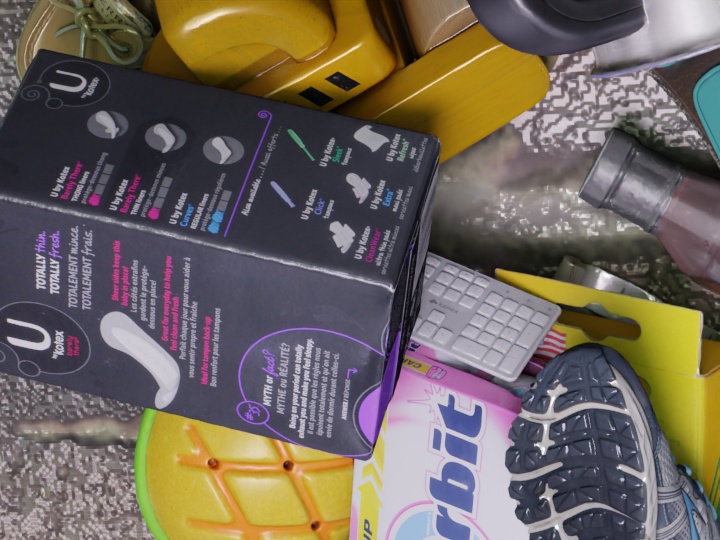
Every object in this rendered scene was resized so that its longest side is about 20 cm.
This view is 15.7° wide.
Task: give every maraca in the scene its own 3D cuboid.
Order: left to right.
[{"bbox_3d":[-0.035,0.070,1.353,0.137,0.107,0.201,31,93,-19],"label":"maraca"}]

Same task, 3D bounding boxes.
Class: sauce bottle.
[{"bbox_3d":[0.205,-0.007,1.312,0.199,0.066,0.066,27,106,1],"label":"sauce bottle"}]

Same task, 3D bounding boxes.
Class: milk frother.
[{"bbox_3d":[0.094,-0.185,1.209,0.179,0.200,0.189,-19,97,-14],"label":"milk frother"}]

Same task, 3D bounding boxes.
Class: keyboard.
[{"bbox_3d":[0.000,0.000,1.303,0.199,0.056,0.011,23,133,18],"label":"keyboard"}]

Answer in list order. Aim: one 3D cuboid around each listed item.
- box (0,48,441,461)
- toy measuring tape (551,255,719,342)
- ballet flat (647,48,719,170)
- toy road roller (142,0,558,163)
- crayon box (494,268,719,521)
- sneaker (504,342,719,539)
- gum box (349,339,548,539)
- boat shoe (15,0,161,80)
[{"bbox_3d":[-0.073,-0.008,1.213,0.199,0.106,0.123,13,135,6],"label":"box"},{"bbox_3d":[0.185,0.054,1.328,0.199,0.074,0.074,28,106,2],"label":"toy measuring tape"},{"bbox_3d":[0.178,-0.108,1.286,0.068,0.075,0.201,-35,84,32],"label":"ballet flat"},{"bbox_3d":[-0.017,-0.122,1.264,0.199,0.123,0.146,-28,136,12],"label":"toy road roller"},{"bbox_3d":[0.131,0.098,1.324,0.126,0.051,0.201,13,114,35],"label":"crayon box"},{"bbox_3d":[0.129,0.119,1.240,0.077,0.086,0.201,2,116,36],"label":"sneaker"},{"bbox_3d":[0.057,0.131,1.315,0.113,0.066,0.201,19,117,33],"label":"gum box"},{"bbox_3d":[-0.108,-0.157,1.332,0.073,0.063,0.200,44,107,-3],"label":"boat shoe"}]
